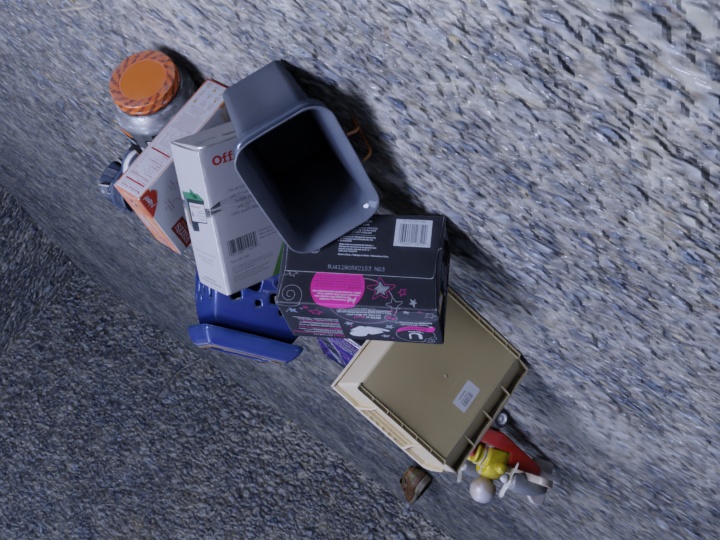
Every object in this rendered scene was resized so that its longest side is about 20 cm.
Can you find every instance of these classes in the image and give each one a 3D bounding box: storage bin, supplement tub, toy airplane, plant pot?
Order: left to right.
[{"bbox_3d":[-0.273,-0.211,1.583,0.122,0.123,0.200,31,162,26],"label":"supplement tub"},{"bbox_3d":[-0.184,0.058,1.904,0.198,0.181,0.200,15,171,-18],"label":"plant pot"},{"bbox_3d":[-0.072,-0.148,1.313,0.135,0.145,0.200,62,-177,40],"label":"storage bin"},{"bbox_3d":[0.103,0.149,1.580,0.198,0.200,0.094,42,162,-12],"label":"storage bin"},{"bbox_3d":[0.244,0.342,1.908,0.198,0.141,0.200,31,163,25],"label":"toy airplane"}]

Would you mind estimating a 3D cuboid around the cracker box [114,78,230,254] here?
[{"bbox_3d":[-0.226,-0.141,1.525,0.057,0.200,0.134,29,162,32],"label":"cracker box"}]

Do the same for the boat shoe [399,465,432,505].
[{"bbox_3d":[0.139,0.547,2.883,0.068,0.072,0.200,40,156,13],"label":"boat shoe"}]

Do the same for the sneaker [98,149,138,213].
[{"bbox_3d":[-0.370,-0.147,1.786,0.146,0.077,0.203,29,162,23],"label":"sneaker"}]

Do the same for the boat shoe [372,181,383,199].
[{"bbox_3d":[-0.037,-0.089,1.495,0.072,0.060,0.201,43,164,-15],"label":"boat shoe"}]

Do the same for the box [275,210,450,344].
[{"bbox_3d":[0.008,0.008,1.393,0.198,0.133,0.115,3,155,9],"label":"box"}]

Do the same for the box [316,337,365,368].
[{"bbox_3d":[0.009,0.103,1.851,0.147,0.105,0.200,32,163,21],"label":"box"}]

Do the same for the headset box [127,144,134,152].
[{"bbox_3d":[-0.282,-0.153,1.855,0.148,0.077,0.200,26,159,38],"label":"headset box"}]

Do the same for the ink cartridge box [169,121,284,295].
[{"bbox_3d":[-0.151,-0.091,1.460,0.084,0.145,0.202,20,126,50],"label":"ink cartridge box"}]
